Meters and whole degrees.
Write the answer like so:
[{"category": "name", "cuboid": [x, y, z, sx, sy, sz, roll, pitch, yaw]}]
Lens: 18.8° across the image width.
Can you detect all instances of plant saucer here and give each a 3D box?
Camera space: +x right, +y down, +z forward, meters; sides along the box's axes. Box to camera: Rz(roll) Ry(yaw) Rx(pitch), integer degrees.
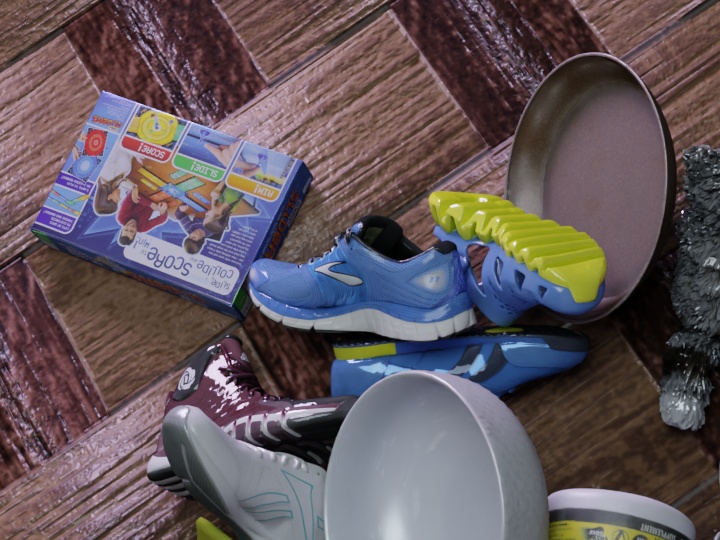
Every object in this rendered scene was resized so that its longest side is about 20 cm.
[{"category": "plant saucer", "cuboid": [0.176, -0.061, 1.630, 0.200, 0.032, 0.202, -9, 79, 57]}]

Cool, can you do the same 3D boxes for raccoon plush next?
[{"category": "raccoon plush", "cuboid": [0.264, 0.005, 1.575, 0.096, 0.134, 0.202, 3, 68, 16]}]

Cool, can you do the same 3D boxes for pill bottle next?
[{"category": "pill bottle", "cuboid": [0.164, 0.262, 1.506, 0.111, 0.113, 0.202, 5, 69, 18]}]

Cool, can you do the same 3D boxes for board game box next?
[{"category": "board game box", "cuboid": [-0.155, -0.055, 1.778, 0.199, 0.034, 0.136, 21, 75, 23]}]

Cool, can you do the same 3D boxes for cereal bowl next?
[{"category": "cereal bowl", "cuboid": [0.064, 0.171, 1.534, 0.199, 0.083, 0.202, -4, 85, 51]}]

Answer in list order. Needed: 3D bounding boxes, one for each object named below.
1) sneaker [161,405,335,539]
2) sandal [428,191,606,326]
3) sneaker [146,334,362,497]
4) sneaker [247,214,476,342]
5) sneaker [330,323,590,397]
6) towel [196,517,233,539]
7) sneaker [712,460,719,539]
[{"category": "sneaker", "cuboid": [-0.073, 0.157, 1.589, 0.080, 0.201, 0.070, -47, 34, -15]}, {"category": "sandal", "cuboid": [0.116, 0.002, 1.626, 0.200, 0.079, 0.088, 31, 117, 60]}, {"category": "sneaker", "cuboid": [-0.078, 0.094, 1.655, 0.199, 0.076, 0.116, -16, 55, 27]}, {"category": "sneaker", "cuboid": [0.000, 0.000, 1.658, 0.199, 0.078, 0.090, 3, 101, 33]}, {"category": "sneaker", "cuboid": [0.076, 0.083, 1.645, 0.198, 0.066, 0.079, -6, 92, 8]}, {"category": "towel", "cuboid": [-0.043, 0.257, 1.586, 0.199, 0.086, 0.018, 34, 55, 26]}, {"category": "sneaker", "cuboid": [0.279, 0.168, 1.496, 0.076, 0.146, 0.204, -9, 64, 14]}]
